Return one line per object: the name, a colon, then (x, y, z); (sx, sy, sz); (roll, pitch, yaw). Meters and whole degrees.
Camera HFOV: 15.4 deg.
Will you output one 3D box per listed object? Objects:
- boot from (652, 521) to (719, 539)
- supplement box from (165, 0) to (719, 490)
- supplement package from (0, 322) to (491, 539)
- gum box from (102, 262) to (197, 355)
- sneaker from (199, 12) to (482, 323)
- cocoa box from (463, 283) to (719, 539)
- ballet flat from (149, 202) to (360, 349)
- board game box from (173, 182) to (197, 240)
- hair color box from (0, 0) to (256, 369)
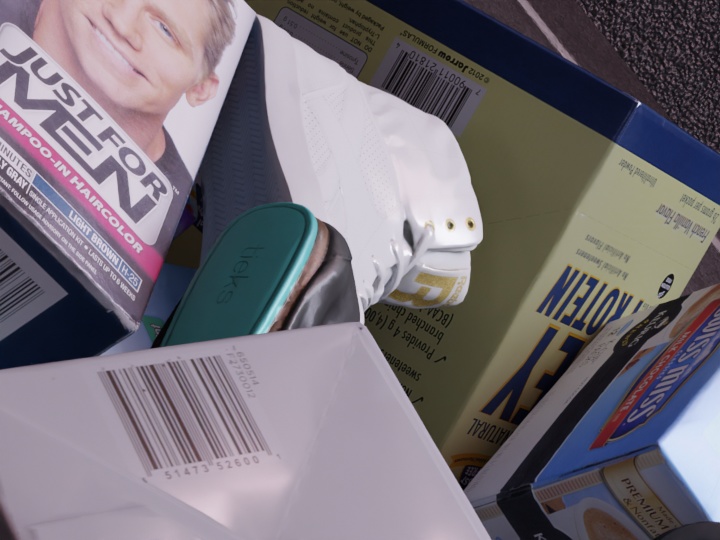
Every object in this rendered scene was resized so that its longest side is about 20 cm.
boot: (0.127, 0.198, 0.960); (0.163, 0.073, 0.199); (120, -47, -75)
supplement box: (0.020, -0.013, 1.148); (0.200, 0.201, 0.134); (32, 5, 30)
supplement package: (-0.060, 0.125, 0.639); (0.121, 0.200, 0.120); (-7, 53, -38)
gum box: (-0.113, 0.056, 0.919); (0.199, 0.045, 0.170); (14, 38, -42)
sneaker: (0.000, 0.000, 0.996); (0.115, 0.074, 0.201); (23, 45, -29)
cocoa box: (0.161, 0.118, 1.033); (0.200, 0.131, 0.133); (53, 53, -10)
ballet flat: (-0.055, 0.063, 0.840); (0.200, 0.068, 0.069); (-50, 132, -34)
board game box: (-0.169, -0.075, 1.037); (0.200, 0.105, 0.103); (43, 17, -25)
hair color box: (-0.107, -0.059, 0.931); (0.100, 0.060, 0.200); (46, 32, -22)
